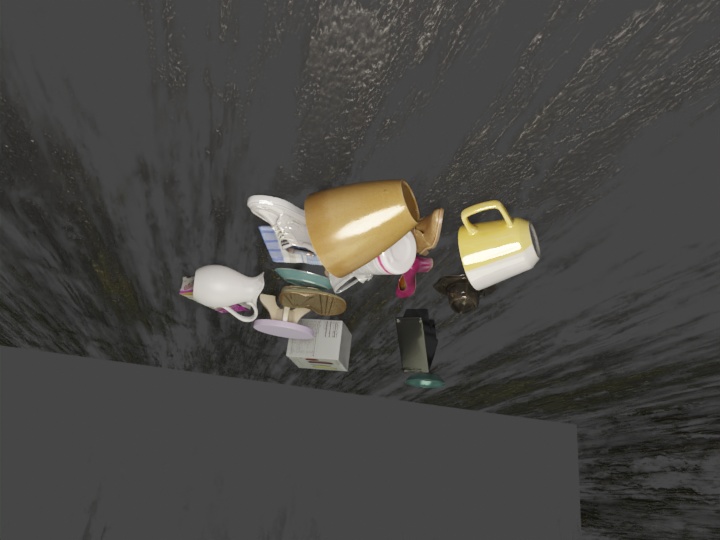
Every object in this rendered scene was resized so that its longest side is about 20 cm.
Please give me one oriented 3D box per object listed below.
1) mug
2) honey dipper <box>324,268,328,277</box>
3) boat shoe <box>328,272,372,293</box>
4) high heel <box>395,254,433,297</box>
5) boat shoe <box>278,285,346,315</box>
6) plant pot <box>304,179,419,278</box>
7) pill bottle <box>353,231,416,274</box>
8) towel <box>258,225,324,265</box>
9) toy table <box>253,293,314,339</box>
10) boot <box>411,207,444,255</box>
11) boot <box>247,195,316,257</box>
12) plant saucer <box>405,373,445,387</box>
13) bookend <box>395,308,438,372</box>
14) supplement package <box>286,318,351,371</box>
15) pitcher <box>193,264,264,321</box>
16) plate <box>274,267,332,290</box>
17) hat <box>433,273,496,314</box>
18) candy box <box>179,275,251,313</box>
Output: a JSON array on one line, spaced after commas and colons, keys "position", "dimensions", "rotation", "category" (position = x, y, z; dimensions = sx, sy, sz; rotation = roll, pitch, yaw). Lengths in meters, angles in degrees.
[{"position": [0.304, -0.052, 1.308], "dimensions": [0.151, 0.152, 0.186], "rotation": [-15, 158, 26], "category": "mug"}, {"position": [-0.046, -0.027, 1.592], "dimensions": [0.037, 0.039, 0.200], "rotation": [13, 155, -19], "category": "honey dipper"}, {"position": [0.000, 0.000, 1.552], "dimensions": [0.198, 0.070, 0.072], "rotation": [-25, 160, 23], "category": "boat shoe"}, {"position": [0.114, 0.019, 1.609], "dimensions": [0.094, 0.069, 0.200], "rotation": [3, 156, -22], "category": "high heel"}, {"position": [-0.138, 0.080, 1.746], "dimensions": [0.196, 0.065, 0.073], "rotation": [8, 117, -2], "category": "boat shoe"}, {"position": [0.016, -0.104, 1.222], "dimensions": [0.197, 0.189, 0.186], "rotation": [-19, 151, 21], "category": "plant pot"}, {"position": [0.024, -0.047, 1.389], "dimensions": [0.112, 0.115, 0.198], "rotation": [23, 164, -38], "category": "pill bottle"}, {"position": [-0.149, -0.060, 1.512], "dimensions": [0.196, 0.024, 0.148], "rotation": [5, 148, 10], "category": "towel"}, {"position": [-0.247, 0.149, 1.971], "dimensions": [0.197, 0.119, 0.184], "rotation": [14, 157, -20], "category": "toy table"}, {"position": [0.139, -0.089, 1.353], "dimensions": [0.074, 0.075, 0.200], "rotation": [18, 159, -4], "category": "boot"}, {"position": [-0.172, -0.097, 1.364], "dimensions": [0.197, 0.097, 0.073], "rotation": [19, 155, -30], "category": "boot"}, {"position": [0.317, 0.533, 2.903], "dimensions": [0.196, 0.037, 0.201], "rotation": [5, 159, 2], "category": "plant saucer"}, {"position": [0.192, 0.203, 1.996], "dimensions": [0.090, 0.199, 0.203], "rotation": [-2, 113, 18], "category": "bookend"}, {"position": [-0.151, 0.281, 2.234], "dimensions": [0.196, 0.150, 0.192], "rotation": [2, 158, 12], "category": "supplement package"}, {"position": [-0.393, 0.072, 1.766], "dimensions": [0.196, 0.122, 0.174], "rotation": [7, 116, -13], "category": "pitcher"}, {"position": [-0.154, 0.029, 1.714], "dimensions": [0.196, 0.026, 0.200], "rotation": [11, 170, 2], "category": "plate"}, {"position": [0.297, 0.078, 1.706], "dimensions": [0.196, 0.082, 0.201], "rotation": [4, 159, 1], "category": "hat"}, {"position": [-0.461, 0.076, 1.918], "dimensions": [0.134, 0.062, 0.200], "rotation": [-7, 155, 29], "category": "candy box"}]
